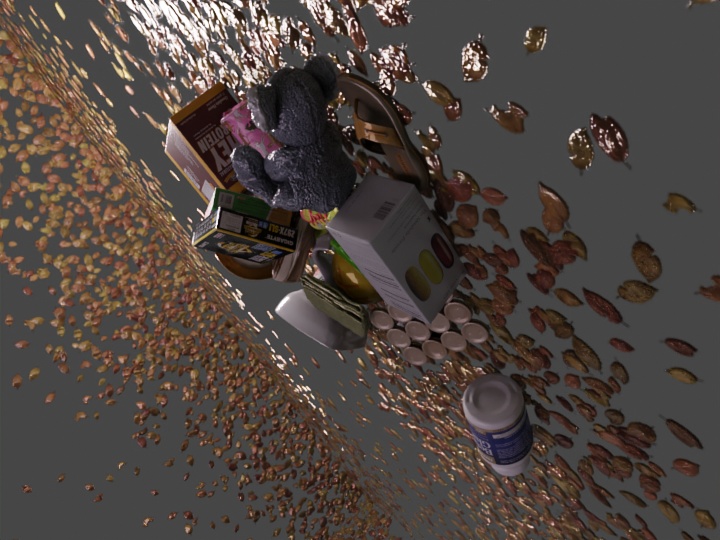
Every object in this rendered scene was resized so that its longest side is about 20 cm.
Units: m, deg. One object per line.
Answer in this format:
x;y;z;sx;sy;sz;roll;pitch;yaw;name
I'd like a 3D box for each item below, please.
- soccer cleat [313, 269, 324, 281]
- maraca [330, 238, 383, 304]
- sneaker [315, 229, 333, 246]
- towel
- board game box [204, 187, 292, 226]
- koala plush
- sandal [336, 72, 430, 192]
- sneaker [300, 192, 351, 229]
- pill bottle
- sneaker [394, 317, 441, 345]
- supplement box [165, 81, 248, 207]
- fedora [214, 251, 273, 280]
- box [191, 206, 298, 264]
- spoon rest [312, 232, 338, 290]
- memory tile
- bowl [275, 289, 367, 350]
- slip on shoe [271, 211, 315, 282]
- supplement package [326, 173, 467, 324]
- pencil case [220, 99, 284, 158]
-0.076;0.038;1.446;0.069;0.085;0.199;53;159;-17;soccer cleat
0.000;0.000;1.166;0.136;0.108;0.200;38;174;15;maraca
-0.111;-0.074;1.329;0.198;0.076;0.076;13;139;54;sneaker
-0.043;0.068;1.207;0.147;0.037;0.200;32;168;11;towel
-0.230;-0.103;1.261;0.150;0.041;0.200;13;168;-16;board game box
-0.089;-0.205;0.924;0.183;0.175;0.203;41;149;35;koala plush
0.027;-0.184;0.880;0.202;0.054;0.080;55;159;-19;sandal
-0.057;-0.100;1.073;0.200;0.088;0.080;176;86;-83;sneaker
0.262;0.295;1.175;0.110;0.111;0.202;27;151;44;pill bottle
0.117;0.113;1.212;0.091;0.066;0.200;48;158;7;sneaker
-0.292;-0.241;1.319;0.198;0.132;0.199;51;160;-7;supplement box
-0.231;-0.078;1.416;0.201;0.200;0.082;47;148;0;fedora
-0.228;-0.063;1.228;0.157;0.051;0.199;13;168;-26;box
-0.048;-0.003;1.287;0.059;0.101;0.201;6;148;25;spoon rest
0.120;0.095;1.118;0.153;0.017;0.198;46;135;-16;memory tile
-0.081;0.107;1.493;0.198;0.076;0.199;29;-171;24;bowl
-0.116;-0.067;1.254;0.059;0.204;0.076;15;-165;-25;slip on shoe
0.060;-0.032;0.965;0.109;0.114;0.201;23;159;48;supplement package
-0.176;-0.227;1.187;0.202;0.086;0.083;55;-171;-17;pencil case
